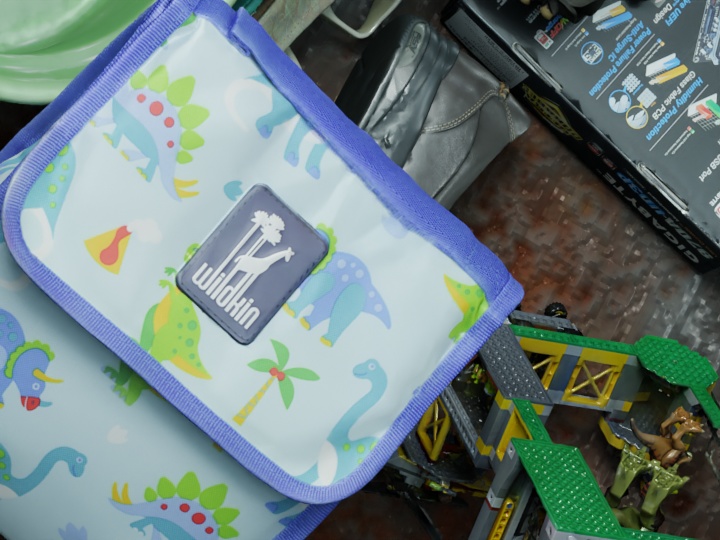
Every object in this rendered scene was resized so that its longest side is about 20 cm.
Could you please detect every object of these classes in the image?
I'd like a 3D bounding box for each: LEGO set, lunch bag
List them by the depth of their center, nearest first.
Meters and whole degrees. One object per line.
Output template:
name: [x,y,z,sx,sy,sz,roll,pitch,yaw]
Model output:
lunch bag: [-0.066,0.015,1.042,0.170,0.128,0.200,42,113,-13]
LEGO set: [0.086,0.112,1.125,0.153,0.200,0.116,6,120,-30]

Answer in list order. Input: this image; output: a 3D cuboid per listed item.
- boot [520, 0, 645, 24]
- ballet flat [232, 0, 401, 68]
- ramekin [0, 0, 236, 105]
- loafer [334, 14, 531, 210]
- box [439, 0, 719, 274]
boot: [0.040,-0.142,1.091,0.139,0.077,0.200,55,40,2]
ballet flat: [-0.027,-0.105,1.170,0.200,0.067,0.062,-43,115,-9]
ramekin: [-0.138,-0.162,1.106,0.199,0.098,0.202,0,89,-26]
loafer: [0.000,0.000,1.159,0.072,0.073,0.201,29,88,-15]
box: [0.156,-0.126,1.211,0.159,0.046,0.200,43,79,-4]
